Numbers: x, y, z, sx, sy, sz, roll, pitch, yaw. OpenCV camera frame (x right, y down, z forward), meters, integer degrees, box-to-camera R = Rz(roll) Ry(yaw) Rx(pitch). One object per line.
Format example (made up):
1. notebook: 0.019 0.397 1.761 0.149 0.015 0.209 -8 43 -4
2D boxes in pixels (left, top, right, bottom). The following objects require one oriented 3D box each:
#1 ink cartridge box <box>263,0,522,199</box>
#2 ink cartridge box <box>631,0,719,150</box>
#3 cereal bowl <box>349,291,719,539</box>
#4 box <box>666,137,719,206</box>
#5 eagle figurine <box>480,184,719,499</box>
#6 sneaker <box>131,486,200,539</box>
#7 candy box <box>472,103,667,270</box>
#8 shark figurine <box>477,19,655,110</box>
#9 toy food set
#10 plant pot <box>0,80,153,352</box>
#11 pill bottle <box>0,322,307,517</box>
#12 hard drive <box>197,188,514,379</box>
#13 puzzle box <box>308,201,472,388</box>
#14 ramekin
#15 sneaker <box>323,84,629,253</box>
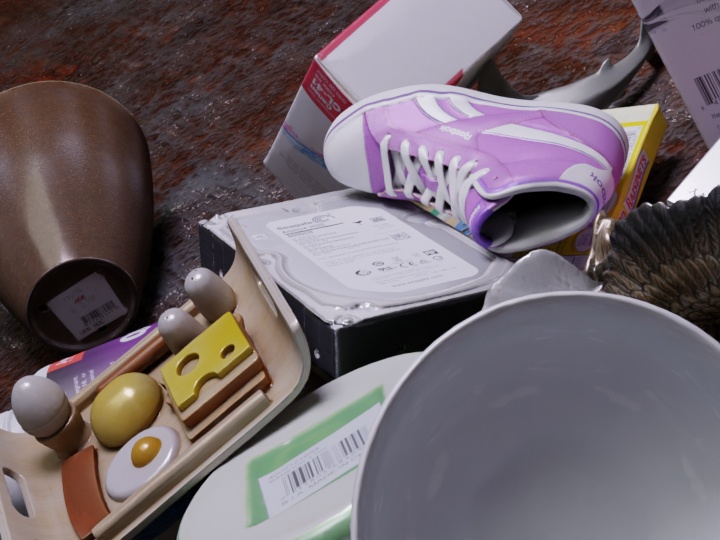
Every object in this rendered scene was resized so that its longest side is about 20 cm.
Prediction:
1. ink cartridge box: 0.019 -0.131 1.267 0.148 0.086 0.200 -44 -2 -23
2. ink cartridge box: 0.246 -0.181 1.042 0.143 0.201 0.084 -21 28 25
3. cereal bowl: 0.093 0.114 0.752 0.199 0.201 0.083 -36 -8 -5
4. box: 0.279 -0.069 0.908 0.144 0.036 0.200 33 77 36
5. eagle figurine: 0.173 0.025 0.814 0.152 0.152 0.199 -55 31 -14
6. sneaker: -0.094 0.152 1.014 0.199 0.079 0.089 -28 28 14
7. candy box: 0.122 -0.027 1.090 0.101 0.026 0.201 -5 44 37
8. shark figurine: 0.130 -0.130 1.232 0.213 0.090 0.129 -30 27 13
9. toy food set: -0.126 0.064 0.960 0.200 0.060 0.144 -40 33 2
10. plant pot: -0.248 -0.028 1.434 0.186 0.187 0.201 -32 40 4
11. pill bottle: -0.135 0.095 1.087 0.198 0.113 0.113 -21 26 3
12. hard drive: 0.000 0.000 1.046 0.138 0.038 0.200 -12 23 -24
13. puzzle box: 0.026 -0.001 1.171 0.200 0.026 0.133 -41 35 -14
14. ramekin: 0.002 0.130 0.875 0.199 0.098 0.200 -29 17 10
15. sneaker: 0.057 -0.060 1.051 0.198 0.073 0.115 0 33 22
